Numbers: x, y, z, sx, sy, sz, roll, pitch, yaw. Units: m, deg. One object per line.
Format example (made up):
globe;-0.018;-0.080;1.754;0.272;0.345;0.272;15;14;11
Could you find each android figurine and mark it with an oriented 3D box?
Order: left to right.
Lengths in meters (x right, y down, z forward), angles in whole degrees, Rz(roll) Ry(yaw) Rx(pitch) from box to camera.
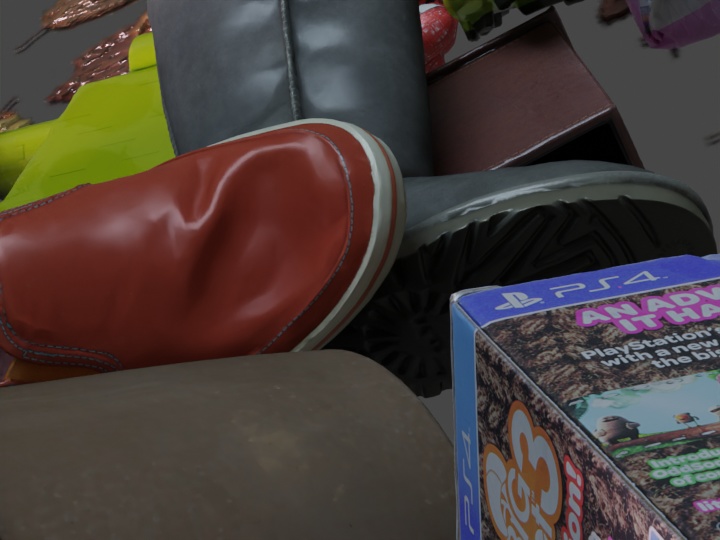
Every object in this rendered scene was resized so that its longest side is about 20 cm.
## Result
android figurine;-0.080;-0.045;1.051;0.199;0.041;0.182;-12;32;31

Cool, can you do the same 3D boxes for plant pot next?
plant pot;-0.058;0.101;0.660;0.174;0.201;0.200;-20;23;-24

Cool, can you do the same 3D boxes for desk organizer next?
desk organizer;0.000;0.000;0.872;0.199;0.072;0.077;-28;30;1

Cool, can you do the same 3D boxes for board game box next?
board game box;0.127;0.072;0.553;0.159;0.097;0.200;-9;24;-16

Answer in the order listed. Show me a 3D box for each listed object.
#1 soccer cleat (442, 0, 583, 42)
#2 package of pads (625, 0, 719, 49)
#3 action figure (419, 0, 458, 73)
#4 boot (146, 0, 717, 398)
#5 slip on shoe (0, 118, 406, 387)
soccer cleat;0.051;-0.132;0.939;0.064;0.084;0.200;-20;5;3
package of pads;0.140;-0.169;1.021;0.120;0.076;0.200;-20;29;5
action figure;0.015;-0.124;1.061;0.052;0.066;0.200;-30;23;9
boot;0.013;-0.050;0.813;0.181;0.073;0.201;-13;40;12
slip on shoe;-0.081;0.009;0.728;0.199;0.061;0.074;-18;70;14
